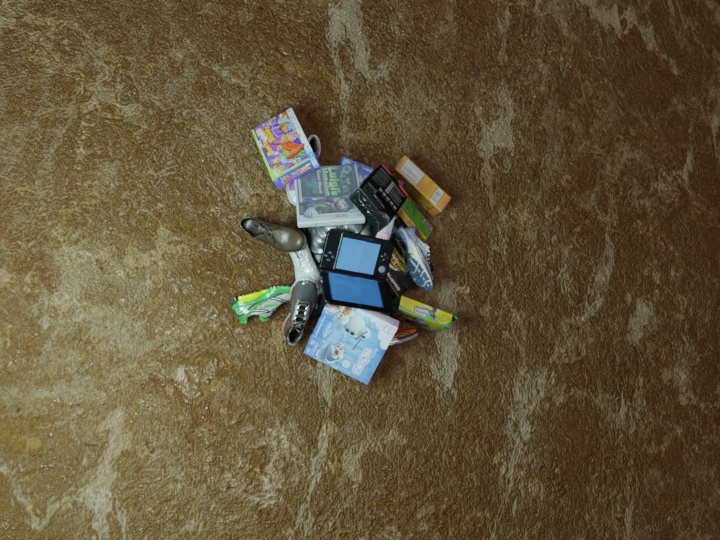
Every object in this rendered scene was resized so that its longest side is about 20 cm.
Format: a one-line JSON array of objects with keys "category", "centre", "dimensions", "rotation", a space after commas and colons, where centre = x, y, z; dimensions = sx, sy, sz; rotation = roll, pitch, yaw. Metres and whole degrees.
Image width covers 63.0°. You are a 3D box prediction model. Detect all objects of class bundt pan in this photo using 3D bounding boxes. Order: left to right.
[{"category": "bundt pan", "centre": [-0.049, -0.076, 1.627], "dimensions": [0.199, 0.203, 0.076], "rotation": [21, 31, -16]}]

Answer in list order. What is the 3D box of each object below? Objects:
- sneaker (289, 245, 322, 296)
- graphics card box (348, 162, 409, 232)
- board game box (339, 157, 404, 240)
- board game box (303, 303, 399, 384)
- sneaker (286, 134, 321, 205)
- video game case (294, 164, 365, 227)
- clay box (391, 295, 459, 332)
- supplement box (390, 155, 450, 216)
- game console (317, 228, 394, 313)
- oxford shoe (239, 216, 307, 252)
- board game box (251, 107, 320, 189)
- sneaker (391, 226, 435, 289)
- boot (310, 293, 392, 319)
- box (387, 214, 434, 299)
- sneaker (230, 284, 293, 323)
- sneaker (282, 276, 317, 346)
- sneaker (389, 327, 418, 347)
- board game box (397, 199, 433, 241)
[{"category": "sneaker", "centre": [-0.159, -0.021, 1.616], "dimensions": [0.074, 0.087, 0.202], "rotation": [-24, 74, -6]}, {"category": "graphics card box", "centre": [0.054, -0.202, 1.602], "dimensions": [0.126, 0.051, 0.200], "rotation": [48, 33, -10]}, {"category": "board game box", "centre": [0.010, -0.195, 1.692], "dimensions": [0.197, 0.043, 0.202], "rotation": [18, 79, -15]}, {"category": "board game box", "centre": [-0.026, 0.180, 1.578], "dimensions": [0.197, 0.043, 0.202], "rotation": [25, 114, -2]}, {"category": "sneaker", "centre": [-0.160, -0.292, 1.678], "dimensions": [0.072, 0.114, 0.204], "rotation": [12, 76, -20]}, {"category": "video game case", "centre": [-0.087, -0.206, 1.591], "dimensions": [0.179, 0.023, 0.202], "rotation": [-4, 56, -7]}, {"category": "clay box", "centre": [0.179, 0.134, 1.720], "dimensions": [0.197, 0.115, 0.048], "rotation": [22, 72, -15]}, {"category": "supplement box", "centre": [0.184, -0.263, 1.833], "dimensions": [0.200, 0.066, 0.069], "rotation": [43, 70, -7]}, {"category": "game console", "centre": [0.000, 0.000, 1.536], "dimensions": [0.197, 0.119, 0.175], "rotation": [10, 102, -23]}, {"category": "oxford shoe", "centre": [-0.238, -0.095, 1.572], "dimensions": [0.197, 0.084, 0.074], "rotation": [15, 92, 18]}, {"category": "board game box", "centre": [-0.209, -0.341, 1.631], "dimensions": [0.133, 0.045, 0.202], "rotation": [-28, 60, 3]}, {"category": "sneaker", "centre": [0.177, -0.042, 1.728], "dimensions": [0.084, 0.077, 0.202], "rotation": [-28, 90, -27]}, {"category": "boot", "centre": [-0.028, 0.118, 1.633], "dimensions": [0.199, 0.066, 0.165], "rotation": [35, 67, 10]}, {"category": "box", "centre": [0.107, -0.040, 1.766], "dimensions": [0.159, 0.049, 0.202], "rotation": [-34, 92, -26]}, {"category": "sneaker", "centre": [-0.247, 0.089, 1.592], "dimensions": [0.197, 0.078, 0.087], "rotation": [-16, 91, -15]}, {"category": "sneaker", "centre": [-0.155, 0.115, 1.556], "dimensions": [0.076, 0.082, 0.203], "rotation": [8, 117, -15]}, {"category": "sneaker", "centre": [0.072, 0.164, 1.693], "dimensions": [0.197, 0.077, 0.114], "rotation": [-9, 77, -28]}, {"category": "board game box", "centre": [0.142, -0.182, 1.795], "dimensions": [0.201, 0.030, 0.096], "rotation": [51, 30, -7]}]
